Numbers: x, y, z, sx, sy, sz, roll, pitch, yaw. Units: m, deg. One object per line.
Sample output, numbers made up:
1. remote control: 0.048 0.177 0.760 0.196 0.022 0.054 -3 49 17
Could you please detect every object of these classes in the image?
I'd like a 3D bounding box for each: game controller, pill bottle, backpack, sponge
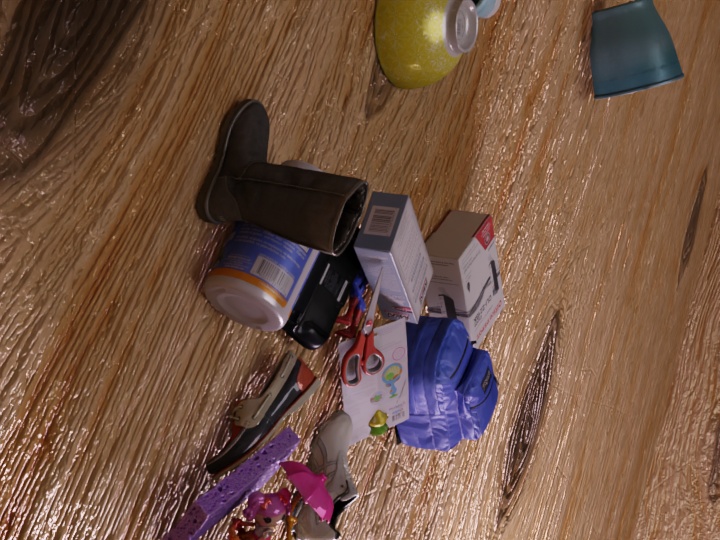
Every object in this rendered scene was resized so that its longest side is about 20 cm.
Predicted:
1. game controller: -0.052 0.010 1.513 0.104 0.042 0.201 50 55 -43
2. pill bottle: -0.106 -0.035 1.347 0.201 0.111 0.112 -66 147 -26
3. backpack: 0.132 0.171 1.761 0.163 0.167 0.201 -65 146 -46
4. sponge: -0.162 0.278 1.351 0.112 0.030 0.200 -51 169 35

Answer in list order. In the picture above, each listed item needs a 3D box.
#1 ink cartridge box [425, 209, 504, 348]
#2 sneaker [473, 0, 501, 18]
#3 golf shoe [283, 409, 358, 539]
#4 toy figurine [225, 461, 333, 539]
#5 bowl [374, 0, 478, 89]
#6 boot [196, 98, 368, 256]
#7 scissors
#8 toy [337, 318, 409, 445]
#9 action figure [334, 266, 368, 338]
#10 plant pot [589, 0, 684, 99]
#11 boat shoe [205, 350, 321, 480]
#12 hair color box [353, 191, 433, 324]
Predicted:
1. ink cartridge box: 0.179 0.019 1.879 0.144 0.083 0.201 -50 139 -43
2. sneaker: 0.205 -0.522 1.793 0.082 0.073 0.202 -26 119 -58
3. golf shoe: -0.035 0.305 1.575 0.078 0.097 0.201 49 54 -51
4. toy figurine: -0.113 0.331 1.372 0.199 0.150 0.185 3 111 -35
5. bowl: 0.115 -0.374 1.644 0.200 0.107 0.202 -24 119 -55
6. boot: -0.083 -0.114 1.276 0.072 0.199 0.183 36 66 -54
7. scissors: 0.004 0.086 1.550 0.073 0.014 0.201 -17 131 -22
8. toy: 0.015 0.165 1.654 0.114 0.047 0.201 -20 124 -23
9. action figure: 0.000 0.000 1.602 0.066 0.051 0.201 65 40 -51
10. plant pot: 0.594 -0.494 2.369 0.200 0.199 0.189 -28 107 -54
11. boat shoe: -0.135 0.189 1.405 0.063 0.071 0.200 49 62 -7
12. hair color box: 0.052 -0.016 1.587 0.200 0.060 0.100 66 37 -54
